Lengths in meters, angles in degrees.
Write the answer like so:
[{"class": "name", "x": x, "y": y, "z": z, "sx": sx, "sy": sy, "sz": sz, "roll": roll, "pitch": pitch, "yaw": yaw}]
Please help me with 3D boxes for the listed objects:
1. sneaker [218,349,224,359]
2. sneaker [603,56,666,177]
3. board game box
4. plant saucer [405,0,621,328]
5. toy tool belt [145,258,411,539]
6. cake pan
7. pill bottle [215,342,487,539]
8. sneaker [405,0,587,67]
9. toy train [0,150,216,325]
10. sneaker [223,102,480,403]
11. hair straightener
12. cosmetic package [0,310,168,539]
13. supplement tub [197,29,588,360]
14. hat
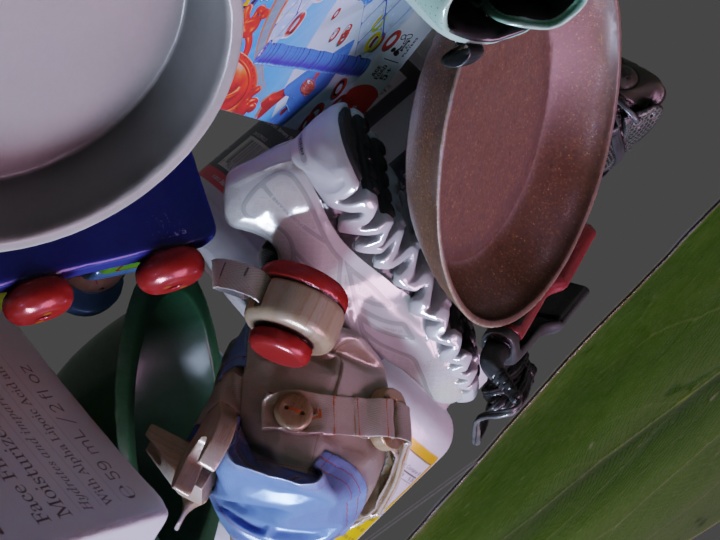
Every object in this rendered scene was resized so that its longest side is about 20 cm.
[{"class": "sneaker", "x": -0.137, "y": 0.125, "z": 1.753, "sx": 0.200, "sy": 0.078, "sz": 0.091, "roll": -44, "pitch": 163, "yaw": 6}, {"class": "sneaker", "x": 0.113, "y": -0.088, "z": 1.797, "sx": 0.114, "sy": 0.076, "sz": 0.199, "roll": -51, "pitch": 161, "yaw": 15}, {"class": "board game box", "x": -0.018, "y": -0.163, "z": 1.384, "sx": 0.200, "sy": 0.056, "sz": 0.196, "roll": -51, "pitch": 151, "yaw": 17}, {"class": "plant saucer", "x": 0.071, "y": -0.073, "z": 1.477, "sx": 0.200, "sy": 0.037, "sz": 0.201, "roll": -39, "pitch": 135, "yaw": -52}, {"class": "toy tool belt", "x": -0.042, "y": 0.087, "z": 1.481, "sx": 0.200, "sy": 0.124, "sz": 0.123, "roll": 86, "pitch": 24, "yaw": -68}, {"class": "cake pan", "x": -0.148, "y": -0.095, "z": 1.263, "sx": 0.200, "sy": 0.037, "sz": 0.201, "roll": -14, "pitch": 134, "yaw": -15}, {"class": "pill bottle", "x": -0.014, "y": 0.101, "z": 1.869, "sx": 0.200, "sy": 0.113, "sz": 0.113, "roll": -45, "pitch": 159, "yaw": 4}, {"class": "sneaker", "x": 0.076, "y": -0.148, "z": 1.338, "sx": 0.200, "sy": 0.118, "sz": 0.074, "roll": -17, "pitch": 143, "yaw": -40}, {"class": "toy train", "x": -0.179, "y": -0.004, "z": 1.436, "sx": 0.199, "sy": 0.085, "sz": 0.116, "roll": -14, "pitch": 168, "yaw": -29}, {"class": "sneaker", "x": 0.000, "y": 0.000, "z": 1.494, "sx": 0.081, "sy": 0.075, "sz": 0.200, "roll": -22, "pitch": 133, "yaw": 14}, {"class": "hair straightener", "x": 0.089, "y": 0.041, "z": 1.562, "sx": 0.200, "sy": 0.041, "sz": 0.077, "roll": -64, "pitch": 160, "yaw": -65}, {"class": "cosmetic package", "x": -0.238, "y": 0.132, "z": 1.449, "sx": 0.200, "sy": 0.165, "sz": 0.165, "roll": -13, "pitch": 144, "yaw": -52}, {"class": "supplement tub", "x": 0.014, "y": -0.046, "z": 1.601, "sx": 0.200, "sy": 0.140, "sz": 0.140, "roll": -40, "pitch": 159, "yaw": -7}, {"class": "hat", "x": -0.174, "y": 0.091, "z": 1.583, "sx": 0.166, "sy": 0.175, "sz": 0.201, "roll": -63, "pitch": 148, "yaw": -59}]
